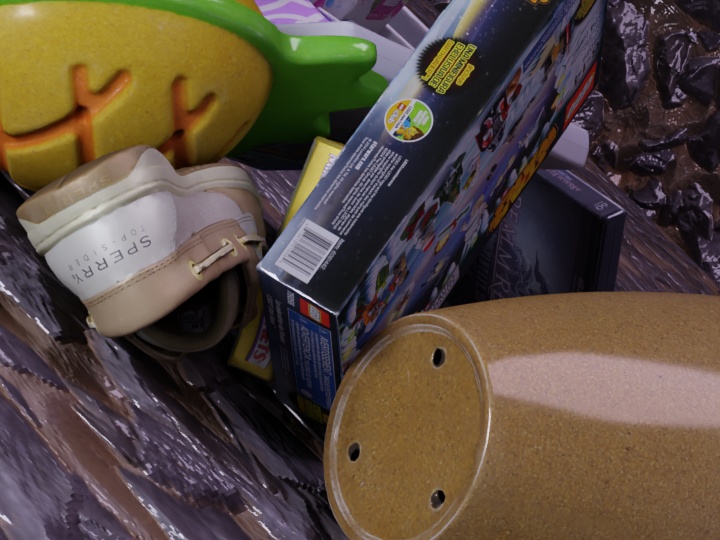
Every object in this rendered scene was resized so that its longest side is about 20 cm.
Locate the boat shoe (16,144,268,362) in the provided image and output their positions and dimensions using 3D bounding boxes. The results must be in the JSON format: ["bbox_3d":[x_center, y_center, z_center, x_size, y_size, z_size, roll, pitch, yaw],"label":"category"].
[{"bbox_3d":[-0.073,0.000,0.990,0.066,0.074,0.200,64,12,7],"label":"boat shoe"}]

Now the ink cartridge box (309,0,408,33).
[{"bbox_3d":[-0.026,-0.230,1.734,0.145,0.200,0.085,46,10,15],"label":"ink cartridge box"}]

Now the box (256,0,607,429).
[{"bbox_3d":[0.033,-0.041,1.051,0.040,0.200,0.137,31,-19,13],"label":"box"}]

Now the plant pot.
[{"bbox_3d":[0.091,0.082,1.030,0.200,0.186,0.186,18,24,-39],"label":"plant pot"}]

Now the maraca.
[{"bbox_3d":[-0.086,-0.079,1.030,0.200,0.137,0.107,9,71,-31],"label":"maraca"}]

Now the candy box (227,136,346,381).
[{"bbox_3d":[0.000,0.000,1.163,0.026,0.102,0.200,25,5,16],"label":"candy box"}]

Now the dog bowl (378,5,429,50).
[{"bbox_3d":[-0.001,-0.155,1.881,0.200,0.079,0.200,42,10,-9],"label":"dog bowl"}]

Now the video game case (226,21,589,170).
[{"bbox_3d":[-0.027,-0.076,1.197,0.200,0.022,0.182,2,-11,39],"label":"video game case"}]

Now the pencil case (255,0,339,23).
[{"bbox_3d":[-0.075,-0.167,1.617,0.200,0.086,0.084,50,10,36],"label":"pencil case"}]

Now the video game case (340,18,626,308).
[{"bbox_3d":[0.048,-0.019,1.301,0.019,0.143,0.200,-24,46,-32],"label":"video game case"}]
